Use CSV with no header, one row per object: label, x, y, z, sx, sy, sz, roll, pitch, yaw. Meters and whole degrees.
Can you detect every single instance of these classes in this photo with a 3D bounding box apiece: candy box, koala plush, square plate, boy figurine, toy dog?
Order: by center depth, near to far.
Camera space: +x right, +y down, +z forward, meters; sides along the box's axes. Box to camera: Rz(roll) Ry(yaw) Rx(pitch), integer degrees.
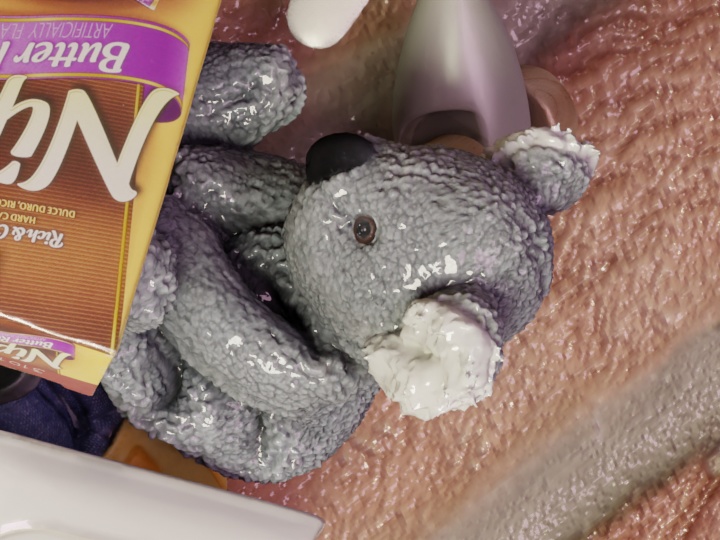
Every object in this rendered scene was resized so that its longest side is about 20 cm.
candy box,-0.127,-0.064,0.910,0.116,0.056,0.200,18,66,-9
koala plush,0.000,0.000,0.993,0.184,0.200,0.177,59,40,-27
square plate,-0.140,0.159,1.000,0.200,0.028,0.198,21,120,-41
boy figurine,-0.104,0.098,1.054,0.200,0.064,0.124,53,54,-29
toy dog,0.025,-0.111,1.086,0.132,0.096,0.201,-9,93,-50
